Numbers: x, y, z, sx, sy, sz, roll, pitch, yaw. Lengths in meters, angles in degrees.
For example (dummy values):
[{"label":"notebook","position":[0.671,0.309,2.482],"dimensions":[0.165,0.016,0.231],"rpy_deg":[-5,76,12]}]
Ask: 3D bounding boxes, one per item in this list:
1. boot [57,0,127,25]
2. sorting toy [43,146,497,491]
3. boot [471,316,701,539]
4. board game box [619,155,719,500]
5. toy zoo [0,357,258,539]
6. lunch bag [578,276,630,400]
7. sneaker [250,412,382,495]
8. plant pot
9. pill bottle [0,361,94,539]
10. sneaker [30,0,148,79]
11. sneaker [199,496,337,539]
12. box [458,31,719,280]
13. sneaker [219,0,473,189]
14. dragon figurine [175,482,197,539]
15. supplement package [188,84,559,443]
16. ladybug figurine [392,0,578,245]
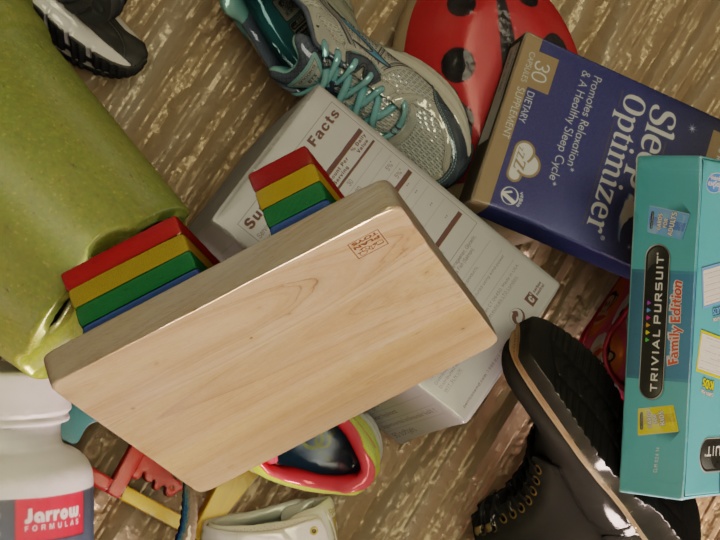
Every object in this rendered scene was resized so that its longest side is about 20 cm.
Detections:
[{"label":"boot","position":[-0.135,-0.260,1.202],"dimensions":[0.200,0.066,0.165],"rpy_deg":[-35,88,-36]},{"label":"sorting toy","position":[-0.050,0.023,1.056],"dimensions":[0.200,0.199,0.070],"rpy_deg":[-28,61,7]},{"label":"boot","position":[0.106,0.127,1.199],"dimensions":[0.200,0.138,0.077],"rpy_deg":[53,31,-27]},{"label":"board game box","position":[0.220,0.035,1.180],"dimensions":[0.151,0.047,0.200],"rpy_deg":[4,89,-51]},{"label":"toy zoo","position":[-0.130,0.084,1.228],"dimensions":[0.200,0.020,0.131],"rpy_deg":[30,79,-10]},{"label":"lunch bag","position":[0.251,0.072,1.291],"dimensions":[0.200,0.082,0.176],"rpy_deg":[38,76,-5]},{"label":"sneaker","position":[-0.070,0.082,1.180],"dimensions":[0.200,0.090,0.078],"rpy_deg":[22,95,-11]},{"label":"plant pot","position":[-0.204,-0.044,1.102],"dimensions":[0.184,0.200,0.200],"rpy_deg":[42,76,14]},{"label":"pill bottle","position":[-0.217,0.157,1.139],"dimensions":[0.119,0.120,0.200],"rpy_deg":[-1,92,-14]},{"label":"sneaker","position":[-0.205,-0.202,1.208],"dimensions":[0.200,0.074,0.080],"rpy_deg":[42,75,-8]},{"label":"sneaker","position":[-0.008,0.202,1.214],"dimensions":[0.200,0.074,0.116],"rpy_deg":[6,96,-13]},{"label":"box","position":[0.172,-0.058,1.230],"dimensions":[0.200,0.032,0.121],"rpy_deg":[23,73,-13]},{"label":"sneaker","position":[-0.016,-0.120,1.221],"dimensions":[0.200,0.086,0.078],"rpy_deg":[44,117,9]},{"label":"dragon figurine","position":[-0.122,0.227,1.164],"dimensions":[0.099,0.059,0.200],"rpy_deg":[-14,86,21]},{"label":"supplement package","position":[0.000,0.000,1.212],"dimensions":[0.200,0.117,0.117],"rpy_deg":[39,70,-8]},{"label":"ladybug figurine","position":[0.090,-0.117,1.274],"dimensions":[0.136,0.072,0.200],"rpy_deg":[-13,88,-14]}]
